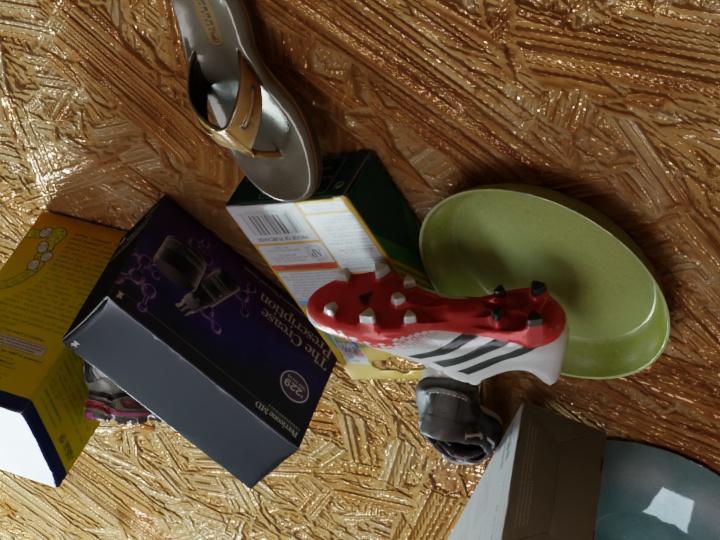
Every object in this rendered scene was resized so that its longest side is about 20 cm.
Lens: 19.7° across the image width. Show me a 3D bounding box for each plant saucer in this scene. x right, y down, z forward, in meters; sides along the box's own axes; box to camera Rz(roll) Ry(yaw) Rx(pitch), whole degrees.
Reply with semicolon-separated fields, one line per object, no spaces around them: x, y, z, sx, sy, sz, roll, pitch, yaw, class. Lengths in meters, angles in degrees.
0.139;0.002;1.526;0.199;0.031;0.201;22;146;16;plant saucer
0.246;0.219;1.721;0.200;0.039;0.202;22;147;15;plant saucer

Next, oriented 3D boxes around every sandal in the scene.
-0.094;-0.130;1.493;0.080;0.054;0.201;-1;125;37;sandal

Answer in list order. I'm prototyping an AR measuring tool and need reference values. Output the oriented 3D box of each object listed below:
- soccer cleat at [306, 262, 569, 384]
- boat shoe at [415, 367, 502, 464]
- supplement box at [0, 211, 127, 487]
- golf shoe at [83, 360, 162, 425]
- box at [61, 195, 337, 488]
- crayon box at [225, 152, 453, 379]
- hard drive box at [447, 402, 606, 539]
0.057;0.047;1.539;0.198;0.069;0.086;3;134;14;soccer cleat
0.074;0.129;1.667;0.066;0.057;0.200;8;163;12;boat shoe
-0.266;0.065;1.783;0.109;0.201;0.109;14;144;24;supplement box
-0.143;0.081;1.770;0.199;0.093;0.072;-1;-179;-39;golf shoe
-0.125;0.058;1.703;0.200;0.142;0.079;39;132;-13;box
0.000;0.000;1.616;0.125;0.052;0.201;-3;134;40;crayon box
0.121;0.234;1.673;0.076;0.157;0.201;20;133;-5;hard drive box
